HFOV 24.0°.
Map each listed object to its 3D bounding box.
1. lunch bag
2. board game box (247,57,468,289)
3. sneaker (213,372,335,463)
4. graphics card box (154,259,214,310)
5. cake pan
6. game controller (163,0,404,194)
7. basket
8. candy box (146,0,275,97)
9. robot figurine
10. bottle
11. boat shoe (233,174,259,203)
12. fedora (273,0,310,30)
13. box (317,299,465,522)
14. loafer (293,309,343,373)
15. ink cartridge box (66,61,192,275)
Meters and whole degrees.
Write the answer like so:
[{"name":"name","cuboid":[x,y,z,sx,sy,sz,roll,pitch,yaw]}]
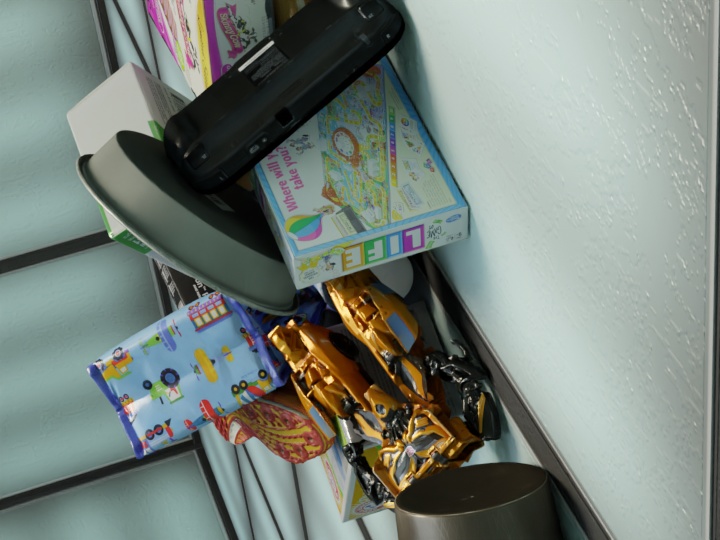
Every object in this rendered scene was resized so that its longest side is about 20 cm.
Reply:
[{"name":"lunch bag","cuboid":[-0.120,0.064,1.463,0.095,0.150,0.200,61,-161,-4]},{"name":"board game box","cuboid":[-0.017,-0.085,1.266,0.034,0.133,0.201,86,164,-48]},{"name":"sneaker","cuboid":[-0.072,0.115,1.472,0.199,0.077,0.073,11,135,61]},{"name":"graphics card box","cuboid":[-0.163,0.012,1.666,0.125,0.050,0.202,136,110,-80]},{"name":"cake pan","cuboid":[-0.119,-0.040,1.266,0.199,0.037,0.200,34,-169,-8]},{"name":"game controller","cuboid":[-0.059,-0.139,1.251,0.042,0.199,0.104,52,177,-31]},{"name":"basket","cuboid":[0.095,0.250,1.206,0.180,0.134,0.203,-163,62,-72]},{"name":"candy box","cuboid":[-0.128,-0.225,1.383,0.201,0.060,0.137,-123,23,-46]},{"name":"robot figurine","cuboid":[0.018,0.095,1.315,0.145,0.058,0.200,-50,63,23]},{"name":"bottle","cuboid":[0.000,0.000,1.477,0.200,0.065,0.084,-164,53,-77]},{"name":"boat shoe","cuboid":[-0.082,-0.093,1.436,0.062,0.075,0.200,44,-175,-12]},{"name":"fedora","cuboid":[-0.057,-0.227,1.407,0.200,0.081,0.203,164,90,-75]},{"name":"box","cuboid":[0.018,0.127,1.472,0.200,0.100,0.114,98,154,-65]},{"name":"loafer","cuboid":[-0.037,0.106,1.579,0.200,0.062,0.073,123,164,-58]},{"name":"ink cartridge box","cuboid":[-0.154,-0.075,1.513,0.200,0.083,0.148,30,-150,-54]}]
